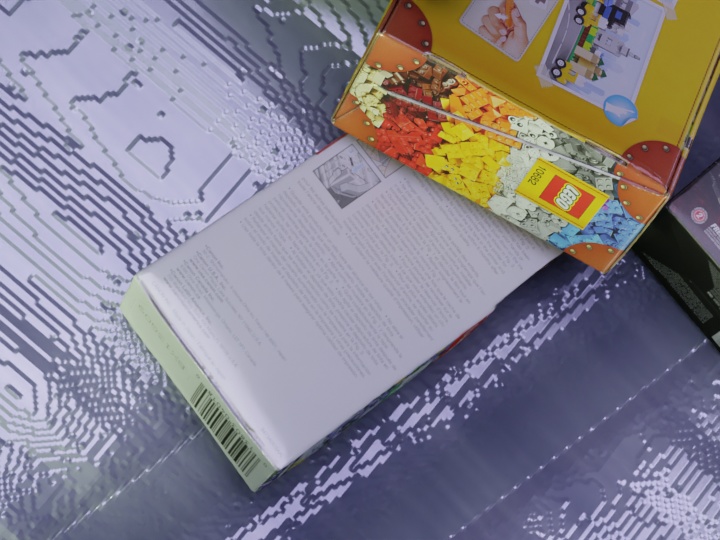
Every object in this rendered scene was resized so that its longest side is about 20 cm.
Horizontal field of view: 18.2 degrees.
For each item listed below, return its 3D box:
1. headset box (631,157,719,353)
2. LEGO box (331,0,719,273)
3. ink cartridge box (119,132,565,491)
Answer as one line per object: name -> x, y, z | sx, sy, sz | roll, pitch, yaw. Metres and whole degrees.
headset box -> 0.253, -0.027, 1.079 | 0.200, 0.077, 0.149 | -39, 85, -14
LEGO box -> 0.096, -0.125, 1.049 | 0.148, 0.077, 0.201 | 28, 58, -3
ink cartridge box -> 0.000, 0.000, 1.041 | 0.199, 0.050, 0.109 | -35, 84, -24
